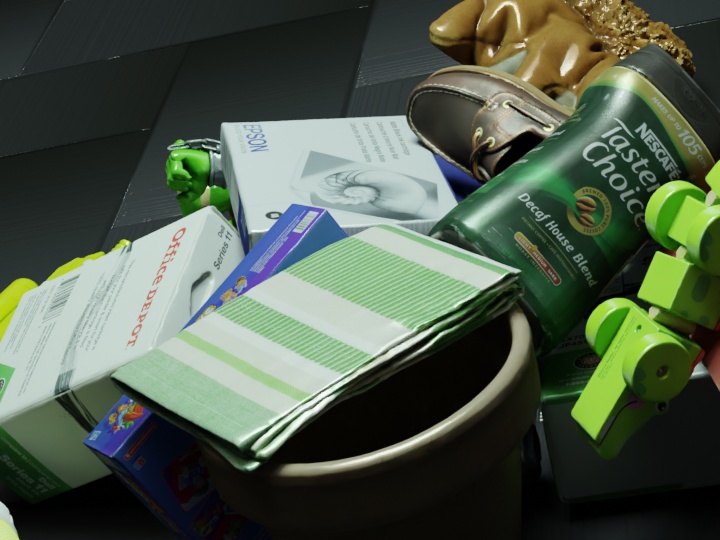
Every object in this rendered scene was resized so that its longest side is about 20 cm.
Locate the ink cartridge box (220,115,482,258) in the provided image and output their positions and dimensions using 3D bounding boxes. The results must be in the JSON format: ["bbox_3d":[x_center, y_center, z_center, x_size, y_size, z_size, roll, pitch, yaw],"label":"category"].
[{"bbox_3d":[0.011,-0.055,1.387,0.198,0.041,0.200,-3,25,-10],"label":"ink cartridge box"}]

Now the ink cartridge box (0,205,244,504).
[{"bbox_3d":[-0.165,0.060,1.397,0.199,0.083,0.147,-23,34,37],"label":"ink cartridge box"}]

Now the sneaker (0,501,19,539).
[{"bbox_3d":[-0.300,0.216,1.294,0.199,0.079,0.090,-30,37,-19],"label":"sneaker"}]

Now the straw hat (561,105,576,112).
[{"bbox_3d":[0.211,-0.041,1.451,0.199,0.086,0.201,20,14,-5],"label":"straw hat"}]

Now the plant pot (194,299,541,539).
[{"bbox_3d":[0.019,0.125,1.174,0.198,0.176,0.201,-13,29,7],"label":"plant pot"}]

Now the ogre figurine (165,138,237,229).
[{"bbox_3d":[-0.074,-0.050,1.555,0.119,0.201,0.099,-7,49,5],"label":"ogre figurine"}]

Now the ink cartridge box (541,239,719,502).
[{"bbox_3d":[0.193,0.049,1.298,0.145,0.084,0.201,-10,28,11],"label":"ink cartridge box"}]

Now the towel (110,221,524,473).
[{"bbox_3d":[-0.024,0.037,1.151,0.199,0.024,0.152,-32,30,-24],"label":"towel"}]

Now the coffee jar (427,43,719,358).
[{"bbox_3d":[0.141,-0.046,1.244,0.200,0.104,0.085,-43,0,-22],"label":"coffee jar"}]

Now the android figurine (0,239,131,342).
[{"bbox_3d":[-0.218,0.036,1.609,0.181,0.041,0.200,4,36,34],"label":"android figurine"}]

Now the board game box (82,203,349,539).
[{"bbox_3d":[-0.055,0.078,1.252,0.200,0.135,0.045,-49,28,-17],"label":"board game box"}]

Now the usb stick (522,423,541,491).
[{"bbox_3d":[0.020,0.135,1.292,0.198,0.033,0.056,-14,34,15],"label":"usb stick"}]

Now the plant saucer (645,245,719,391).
[{"bbox_3d":[0.290,0.022,1.188,0.198,0.037,0.200,-3,31,-10],"label":"plant saucer"}]

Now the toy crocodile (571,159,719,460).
[{"bbox_3d":[0.183,0.017,1.158,0.201,0.061,0.067,-63,26,6],"label":"toy crocodile"}]

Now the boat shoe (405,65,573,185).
[{"bbox_3d":[0.109,-0.081,1.361,0.199,0.071,0.070,22,37,29],"label":"boat shoe"}]

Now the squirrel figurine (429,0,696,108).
[{"bbox_3d":[0.189,-0.160,1.644,0.200,0.142,0.186,-37,40,-28],"label":"squirrel figurine"}]
